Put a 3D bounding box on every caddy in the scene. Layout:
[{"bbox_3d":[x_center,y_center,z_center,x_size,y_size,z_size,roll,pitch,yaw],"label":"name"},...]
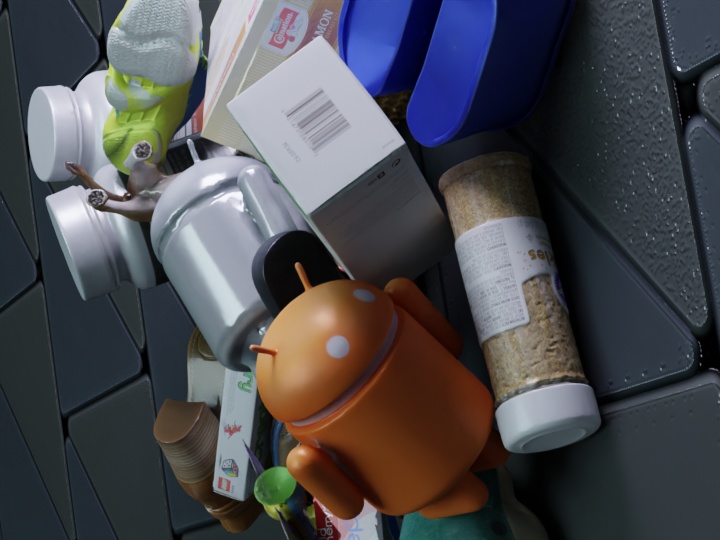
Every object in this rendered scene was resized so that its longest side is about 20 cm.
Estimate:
[{"bbox_3d":[0.072,-0.181,1.445,0.141,0.105,0.200,40,134,26],"label":"caddy"}]

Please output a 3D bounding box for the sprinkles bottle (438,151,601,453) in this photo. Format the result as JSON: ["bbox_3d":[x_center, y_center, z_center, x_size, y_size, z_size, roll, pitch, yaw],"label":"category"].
[{"bbox_3d":[0.107,0.021,1.437,0.068,0.068,0.200,133,128,-58],"label":"sprinkles bottle"}]

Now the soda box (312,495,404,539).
[{"bbox_3d":[0.011,0.229,1.656,0.063,0.070,0.200,-8,85,30],"label":"soda box"}]

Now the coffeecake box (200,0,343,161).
[{"bbox_3d":[-0.061,-0.198,1.644,0.200,0.073,0.154,-92,26,-59],"label":"coffeecake box"}]

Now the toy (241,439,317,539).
[{"bbox_3d":[-0.027,0.219,1.726,0.200,0.047,0.115,54,-175,-49],"label":"toy"}]

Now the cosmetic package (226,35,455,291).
[{"bbox_3d":[-0.007,-0.064,1.452,0.108,0.085,0.200,53,178,24],"label":"cosmetic package"}]

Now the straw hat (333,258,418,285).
[{"bbox_3d":[0.000,0.000,1.637,0.201,0.085,0.201,13,107,47],"label":"straw hat"}]

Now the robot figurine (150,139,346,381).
[{"bbox_3d":[-0.084,-0.004,1.579,0.200,0.113,0.170,58,146,24],"label":"robot figurine"}]

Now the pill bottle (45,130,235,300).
[{"bbox_3d":[-0.162,-0.052,1.825,0.114,0.200,0.114,159,90,-80],"label":"pill bottle"}]

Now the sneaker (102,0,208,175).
[{"bbox_3d":[-0.161,-0.175,1.734,0.105,0.076,0.200,-58,-6,-47],"label":"sneaker"}]

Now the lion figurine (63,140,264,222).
[{"bbox_3d":[-0.134,-0.062,1.730,0.122,0.200,0.073,57,-137,-77],"label":"lion figurine"}]

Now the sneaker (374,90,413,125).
[{"bbox_3d":[-0.015,-0.138,1.668,0.090,0.075,0.200,67,149,23],"label":"sneaker"}]

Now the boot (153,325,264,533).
[{"bbox_3d":[-0.098,0.124,1.888,0.077,0.200,0.155,5,144,30],"label":"boot"}]

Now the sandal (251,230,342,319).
[{"bbox_3d":[-0.007,0.060,1.501,0.200,0.076,0.043,52,152,-20],"label":"sandal"}]

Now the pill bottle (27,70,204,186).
[{"bbox_3d":[-0.193,-0.127,1.905,0.112,0.200,0.112,176,90,-66],"label":"pill bottle"}]

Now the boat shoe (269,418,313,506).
[{"bbox_3d":[-0.025,0.119,1.735,0.072,0.072,0.200,-130,42,-50],"label":"boat shoe"}]

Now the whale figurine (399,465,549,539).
[{"bbox_3d":[0.062,0.198,1.523,0.200,0.104,0.159,-115,31,-45],"label":"whale figurine"}]

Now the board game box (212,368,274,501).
[{"bbox_3d":[-0.073,0.080,1.783,0.035,0.126,0.200,17,117,20],"label":"board game box"}]

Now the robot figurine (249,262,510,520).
[{"bbox_3d":[0.010,0.088,1.427,0.144,0.200,0.117,-45,20,5],"label":"robot figurine"}]
